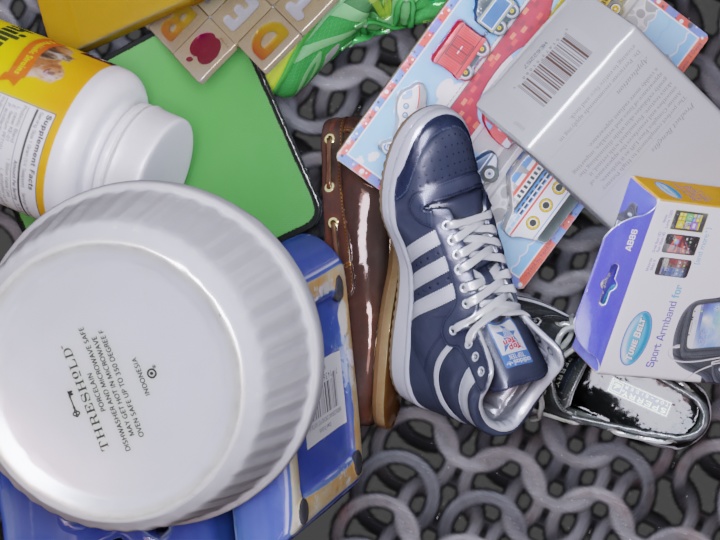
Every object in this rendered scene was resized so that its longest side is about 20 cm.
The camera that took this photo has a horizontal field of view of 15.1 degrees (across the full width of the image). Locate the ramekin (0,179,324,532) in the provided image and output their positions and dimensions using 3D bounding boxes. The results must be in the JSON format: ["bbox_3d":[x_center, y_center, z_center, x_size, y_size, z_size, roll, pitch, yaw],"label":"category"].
[{"bbox_3d":[-0.127,0.053,1.507,0.202,0.094,0.203,2,99,12],"label":"ramekin"}]

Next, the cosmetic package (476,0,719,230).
[{"bbox_3d":[0.175,-0.071,1.669,0.102,0.074,0.200,-47,127,3],"label":"cosmetic package"}]

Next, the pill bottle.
[{"bbox_3d":[-0.210,-0.094,1.717,0.200,0.109,0.109,22,92,16],"label":"pill bottle"}]

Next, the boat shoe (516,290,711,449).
[{"bbox_3d":[0.127,0.065,1.725,0.199,0.068,0.074,26,92,5],"label":"boat shoe"}]

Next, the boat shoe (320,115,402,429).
[{"bbox_3d":[0.000,0.000,1.739,0.070,0.070,0.201,3,83,11],"label":"boat shoe"}]

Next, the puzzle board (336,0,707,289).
[{"bbox_3d":[0.102,-0.108,1.692,0.151,0.017,0.200,35,97,-14],"label":"puzzle board"}]

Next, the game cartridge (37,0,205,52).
[{"bbox_3d":[-0.146,-0.244,1.712,0.200,0.032,0.177,-17,88,42],"label":"game cartridge"}]

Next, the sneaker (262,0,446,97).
[{"bbox_3d":[0.014,-0.176,1.729,0.084,0.074,0.200,43,103,-15],"label":"sneaker"}]

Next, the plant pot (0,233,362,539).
[{"bbox_3d":[-0.105,0.078,1.653,0.179,0.200,0.201,-3,99,18],"label":"plant pot"}]

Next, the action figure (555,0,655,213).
[{"bbox_3d":[0.133,-0.098,1.736,0.065,0.052,0.200,27,97,10],"label":"action figure"}]

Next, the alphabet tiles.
[{"bbox_3d":[-0.058,-0.216,1.727,0.200,0.006,0.166,-46,52,3],"label":"alphabet tiles"}]

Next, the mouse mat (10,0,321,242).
[{"bbox_3d":[-0.137,-0.064,1.755,0.200,0.008,0.161,-26,85,20],"label":"mouse mat"}]

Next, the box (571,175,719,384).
[{"bbox_3d":[0.218,0.009,1.666,0.200,0.041,0.119,7,113,-27],"label":"box"}]

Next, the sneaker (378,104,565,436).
[{"bbox_3d":[0.069,0.005,1.645,0.070,0.108,0.200,-16,118,-31],"label":"sneaker"}]
